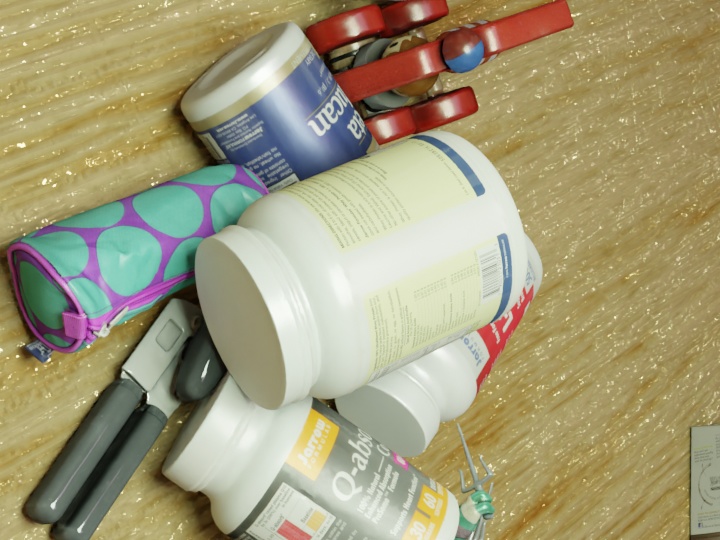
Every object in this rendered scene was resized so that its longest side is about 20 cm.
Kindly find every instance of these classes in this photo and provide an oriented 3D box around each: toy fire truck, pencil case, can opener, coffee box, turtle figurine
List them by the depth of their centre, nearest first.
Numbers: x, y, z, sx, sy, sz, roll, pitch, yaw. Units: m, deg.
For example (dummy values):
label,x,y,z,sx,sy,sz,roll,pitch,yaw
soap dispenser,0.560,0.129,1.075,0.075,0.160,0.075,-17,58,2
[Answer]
label,x,y,z,sx,sy,sz,roll,pitch,yaw
can opener,-0.153,0.100,0.992,0.053,0.066,0.201,48,54,-23
pencil case,-0.149,-0.010,1.001,0.092,0.086,0.199,44,45,20
turtle figurine,0.065,0.234,1.145,0.150,0.099,0.203,74,10,-72
toy fire truck,0.060,-0.177,1.169,0.199,0.167,0.114,-23,96,-42
coffee box,0.399,0.262,1.447,0.112,0.079,0.203,14,73,-38

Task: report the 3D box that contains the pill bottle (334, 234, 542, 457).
label,x,y,z,sx,sy,sz,roll,pitch,yaw
pill bottle,0.062,0.049,1.165,0.113,0.111,0.201,51,53,-22

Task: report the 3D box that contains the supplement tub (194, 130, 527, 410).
label,x,y,z,sx,sy,sz,roll,pitch,yaw
supplement tub,0.000,0.000,0.983,0.198,0.145,0.147,-23,97,-26

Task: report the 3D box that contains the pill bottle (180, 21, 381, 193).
label,x,y,z,sx,sy,sz,roll,pitch,yaw
pill bottle,-0.040,-0.080,1.099,0.201,0.110,0.111,54,52,-20

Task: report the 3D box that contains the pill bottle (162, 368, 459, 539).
label,x,y,z,sx,sy,sz,roll,pitch,yaw
pill bottle,-0.036,0.160,1.026,0.199,0.116,0.117,35,59,-9
